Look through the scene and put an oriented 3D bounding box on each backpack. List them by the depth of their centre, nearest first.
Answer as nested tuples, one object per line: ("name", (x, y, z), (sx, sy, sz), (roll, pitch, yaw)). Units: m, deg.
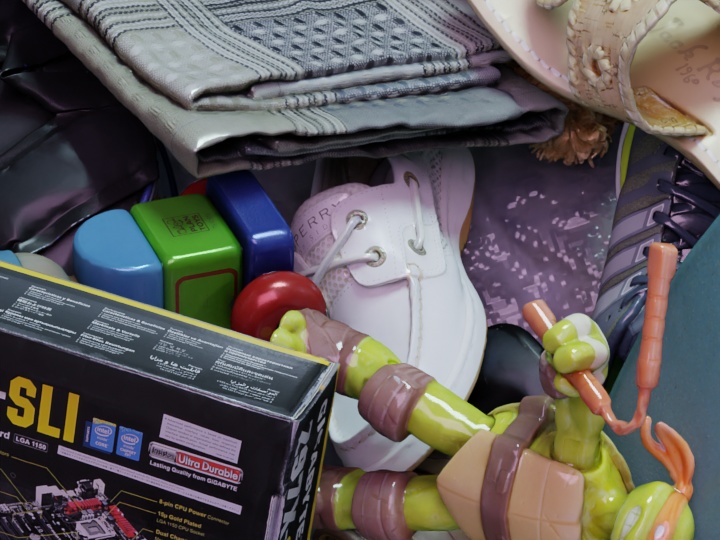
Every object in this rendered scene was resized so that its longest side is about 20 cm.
("backpack", (-0.164, -0.020, 1.054), (0.190, 0.154, 0.201), (-31, 75, 2))

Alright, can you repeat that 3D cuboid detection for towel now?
("towel", (-0.038, -0.107, 1.041), (0.200, 0.192, 0.035), (46, 127, 34))

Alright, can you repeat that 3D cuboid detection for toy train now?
("toy train", (-0.080, 0.067, 0.997), (0.115, 0.201, 0.085), (-10, 34, -19))

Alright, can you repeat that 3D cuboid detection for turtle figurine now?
("turtle figurine", (0.046, 0.060, 0.898), (0.160, 0.201, 0.064), (16, 35, 25))

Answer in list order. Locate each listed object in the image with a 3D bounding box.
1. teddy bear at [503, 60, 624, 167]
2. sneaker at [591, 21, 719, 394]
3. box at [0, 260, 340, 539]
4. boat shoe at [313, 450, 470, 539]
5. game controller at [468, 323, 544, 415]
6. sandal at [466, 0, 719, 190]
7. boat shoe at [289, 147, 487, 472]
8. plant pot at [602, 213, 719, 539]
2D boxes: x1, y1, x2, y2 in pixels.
("teddy bear", (0.142, -0.115, 1.094), (0.199, 0.067, 0.146), (-4, 72, 4))
("sneaker", (0.123, 0.003, 1.029), (0.073, 0.081, 0.201), (13, 96, -2))
("box", (-0.116, 0.079, 0.915), (0.199, 0.049, 0.161), (16, 117, 12))
("boat shoe", (0.046, 0.163, 0.982), (0.067, 0.072, 0.201), (-20, 78, -38))
("game controller", (0.081, 0.118, 1.009), (0.042, 0.104, 0.201), (-21, 77, -37))
("sandal", (0.117, -0.078, 0.978), (0.078, 0.070, 0.212), (-44, 77, -8))
("boat shoe", (0.000, 0.000, 1.023), (0.071, 0.069, 0.200), (-38, 27, 23))
("plant pot", (0.174, 0.051, 0.901), (0.200, 0.141, 0.142), (-50, 53, 36))
